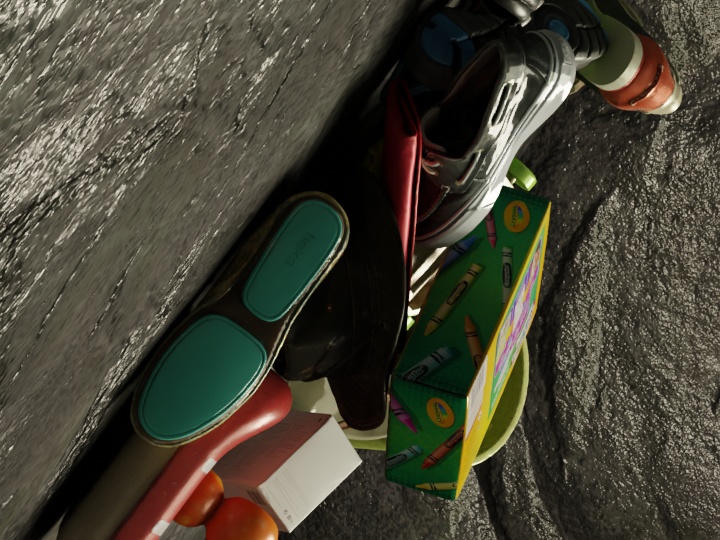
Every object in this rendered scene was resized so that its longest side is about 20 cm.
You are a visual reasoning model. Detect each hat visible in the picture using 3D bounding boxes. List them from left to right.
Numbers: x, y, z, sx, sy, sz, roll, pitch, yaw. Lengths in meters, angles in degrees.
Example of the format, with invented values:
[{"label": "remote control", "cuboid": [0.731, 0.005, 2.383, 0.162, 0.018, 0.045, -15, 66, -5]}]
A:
[{"label": "hat", "cuboid": [-0.036, 0.016, 1.464, 0.080, 0.202, 0.201, -4, 154, -18]}]

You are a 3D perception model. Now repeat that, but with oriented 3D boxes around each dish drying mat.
[{"label": "dish drying mat", "cuboid": [0.024, -0.029, 1.447, 0.077, 0.018, 0.201, -106, -165, -52]}]

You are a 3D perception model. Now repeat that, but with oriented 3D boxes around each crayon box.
[{"label": "crayon box", "cuboid": [0.078, 0.048, 1.496, 0.119, 0.058, 0.201, 93, 18, -48]}]

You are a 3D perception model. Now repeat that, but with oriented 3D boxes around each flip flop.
[{"label": "flip flop", "cuboid": [-0.026, 0.098, 1.684, 0.058, 0.199, 0.082, 36, -70, 58]}]

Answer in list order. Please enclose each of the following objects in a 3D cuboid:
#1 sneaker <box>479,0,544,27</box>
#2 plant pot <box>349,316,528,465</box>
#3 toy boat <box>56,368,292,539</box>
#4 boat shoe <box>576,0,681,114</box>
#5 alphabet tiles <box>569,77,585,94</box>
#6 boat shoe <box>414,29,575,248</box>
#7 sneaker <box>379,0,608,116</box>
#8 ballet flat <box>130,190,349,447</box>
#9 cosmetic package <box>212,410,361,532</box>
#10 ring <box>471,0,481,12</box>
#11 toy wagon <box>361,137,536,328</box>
[{"label": "sneaker", "cuboid": [0.127, -0.221, 1.465, 0.099, 0.071, 0.200, -52, 165, 16]}, {"label": "plant pot", "cuboid": [0.018, 0.084, 1.870, 0.184, 0.201, 0.201, -13, -151, 50]}, {"label": "toy boat", "cuboid": [-0.112, 0.156, 1.447, 0.200, 0.130, 0.131, -52, -174, -2]}, {"label": "boat shoe", "cuboid": [0.184, -0.181, 1.610, 0.071, 0.062, 0.200, -54, -147, 15]}, {"label": "alphabet tiles", "cuboid": [0.088, -0.114, 1.660, 0.199, 0.008, 0.167, -22, -174, 18]}, {"label": "boat shoe", "cuboid": [0.067, -0.093, 1.421, 0.070, 0.072, 0.200, 3, 137, -32]}, {"label": "sneaker", "cuboid": [0.095, -0.156, 1.498, 0.199, 0.074, 0.082, -14, 157, -40]}, {"label": "ballet flat", "cuboid": [-0.080, 0.032, 1.380, 0.200, 0.071, 0.071, -53, 175, -5]}, {"label": "cosmetic package", "cuboid": [-0.088, 0.148, 1.592, 0.083, 0.051, 0.199, -44, -158, -24]}, {"label": "ring", "cuboid": [0.138, -0.248, 1.713, 0.201, 0.019, 0.200, -53, 176, -5]}, {"label": "toy wagon", "cuboid": [0.047, -0.049, 1.544, 0.155, 0.040, 0.200, -48, 142, -4]}]
